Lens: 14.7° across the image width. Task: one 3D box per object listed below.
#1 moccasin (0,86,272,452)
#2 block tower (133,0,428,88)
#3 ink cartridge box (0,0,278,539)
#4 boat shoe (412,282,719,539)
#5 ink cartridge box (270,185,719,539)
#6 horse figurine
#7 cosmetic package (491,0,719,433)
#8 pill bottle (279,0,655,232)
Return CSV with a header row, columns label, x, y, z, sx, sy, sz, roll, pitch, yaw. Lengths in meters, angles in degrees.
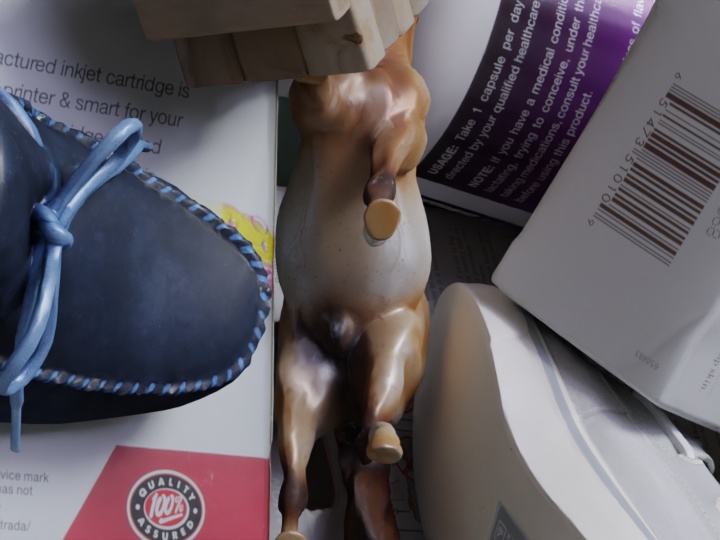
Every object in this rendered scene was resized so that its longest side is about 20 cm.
label,x,y,z,sx,sy,sz,roll,pitch,yaw
moccasin,-0.098,-0.007,0.607,0.199,0.068,0.081,14,75,-35
block tower,0.006,-0.112,0.724,0.200,0.058,0.054,-51,132,-52
ink cartridge box,-0.100,-0.011,0.703,0.145,0.083,0.201,8,78,-36
boat shoe,0.067,0.063,0.758,0.068,0.072,0.200,8,17,-19
ink cartridge box,0.033,0.058,0.871,0.199,0.050,0.162,5,59,-34
horse figurine,0.000,0.000,0.763,0.050,0.201,0.133,1,17,3
cosmetic package,0.149,0.002,0.817,0.200,0.113,0.081,25,8,-44
pill bottle,0.060,-0.067,0.877,0.199,0.112,0.113,17,51,-22
